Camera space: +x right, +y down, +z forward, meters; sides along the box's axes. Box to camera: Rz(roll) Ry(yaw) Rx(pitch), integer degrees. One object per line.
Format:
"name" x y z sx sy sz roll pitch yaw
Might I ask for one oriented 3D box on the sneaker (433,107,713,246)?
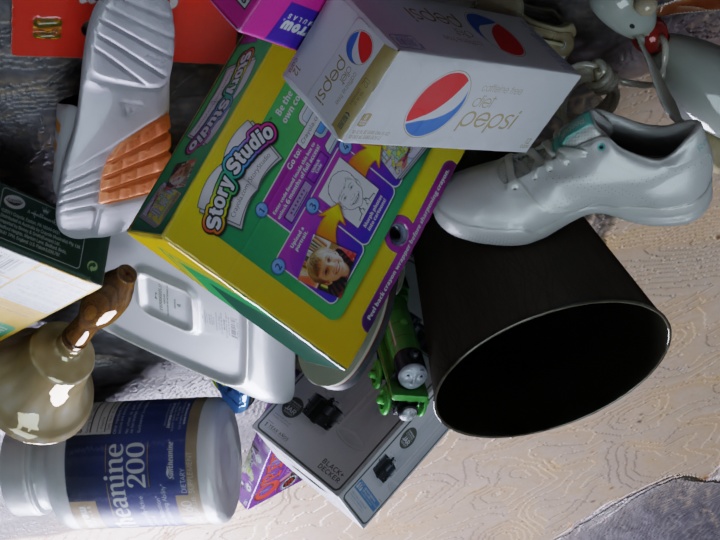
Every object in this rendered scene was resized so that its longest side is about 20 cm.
"sneaker" 0.145 -0.075 1.016 0.198 0.076 0.089 -7 140 7

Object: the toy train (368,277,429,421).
"toy train" 0.021 0.035 1.130 0.041 0.201 0.057 5 126 -17

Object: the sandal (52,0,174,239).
"sandal" -0.169 -0.115 0.999 0.078 0.059 0.208 -5 131 -28

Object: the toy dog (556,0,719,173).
"toy dog" 0.244 -0.138 1.034 0.198 0.096 0.133 9 105 -34

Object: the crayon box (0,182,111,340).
"crayon box" -0.294 -0.003 1.091 0.125 0.052 0.199 25 147 -34

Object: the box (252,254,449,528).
"box" 0.022 0.096 1.190 0.200 0.116 0.060 -49 140 -13

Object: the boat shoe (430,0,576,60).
"boat shoe" 0.073 -0.180 0.991 0.199 0.075 0.069 22 111 -47

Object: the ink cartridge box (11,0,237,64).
"ink cartridge box" -0.143 -0.201 0.928 0.158 0.048 0.201 0 136 -14

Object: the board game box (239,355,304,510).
"board game box" -0.042 0.129 1.311 0.119 0.032 0.201 -20 148 -34

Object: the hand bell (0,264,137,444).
"hand bell" -0.218 0.048 1.127 0.103 0.105 0.200 15 144 -27

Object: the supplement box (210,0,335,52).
"supplement box" -0.012 -0.233 0.824 0.200 0.104 0.101 -50 152 21

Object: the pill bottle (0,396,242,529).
"pill bottle" -0.212 0.172 1.287 0.198 0.112 0.111 -4 141 9

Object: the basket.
"basket" 0.114 0.002 1.099 0.178 0.201 0.137 -16 138 -2

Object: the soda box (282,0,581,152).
"soda box" 0.049 -0.120 0.892 0.199 0.064 0.068 -3 135 -51

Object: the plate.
"plate" -0.141 0.014 1.112 0.198 0.032 0.201 22 140 14

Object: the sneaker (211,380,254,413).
"sneaker" -0.083 0.056 1.218 0.082 0.071 0.200 -27 161 -30

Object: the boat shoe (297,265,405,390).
"boat shoe" 0.000 0.000 1.087 0.070 0.202 0.063 0 154 19

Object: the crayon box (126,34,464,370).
"crayon box" -0.035 -0.063 0.993 0.172 0.201 0.058 37 163 -30
